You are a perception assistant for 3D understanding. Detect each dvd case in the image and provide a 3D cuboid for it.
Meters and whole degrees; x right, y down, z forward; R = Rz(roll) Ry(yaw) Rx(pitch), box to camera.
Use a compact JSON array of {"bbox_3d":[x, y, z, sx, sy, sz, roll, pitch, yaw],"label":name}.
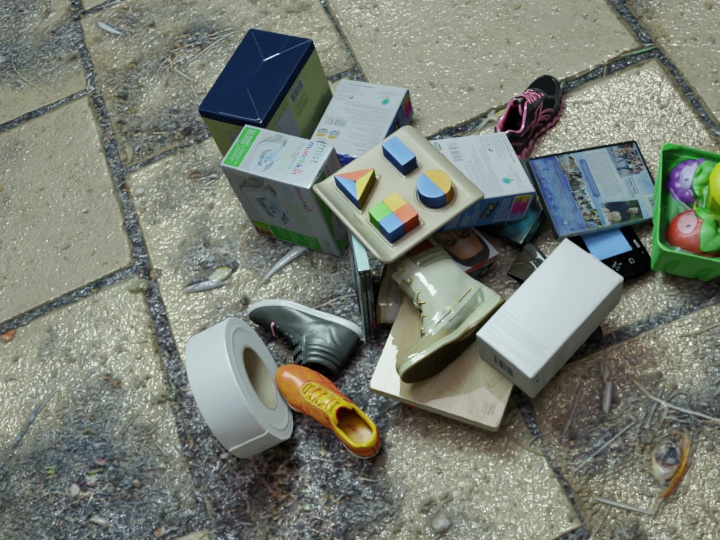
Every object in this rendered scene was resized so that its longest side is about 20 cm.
[{"bbox_3d":[0.000,0.000,1.581,0.022,0.200,0.147,-9,55,-4],"label":"dvd case"},{"bbox_3d":[0.375,-0.131,1.615,0.199,0.018,0.143,-11,67,-15],"label":"dvd case"}]

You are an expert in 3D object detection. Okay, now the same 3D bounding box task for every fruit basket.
[{"bbox_3d":[0.520,-0.104,1.500,0.155,0.216,0.217,12,59,0],"label":"fruit basket"}]

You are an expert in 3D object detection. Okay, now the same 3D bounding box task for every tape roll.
[{"bbox_3d":[-0.178,0.174,1.509,0.071,0.203,0.203,-25,53,10],"label":"tape roll"}]

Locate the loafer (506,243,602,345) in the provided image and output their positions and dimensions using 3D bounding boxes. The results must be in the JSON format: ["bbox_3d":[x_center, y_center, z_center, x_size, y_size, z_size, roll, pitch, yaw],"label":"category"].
[{"bbox_3d":[0.295,0.048,1.554,0.071,0.073,0.200,-38,52,3],"label":"loafer"}]

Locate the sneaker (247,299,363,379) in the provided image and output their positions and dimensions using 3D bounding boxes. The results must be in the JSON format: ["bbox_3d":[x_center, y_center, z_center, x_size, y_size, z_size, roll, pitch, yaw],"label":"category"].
[{"bbox_3d":[-0.104,0.112,1.613,0.199,0.071,0.099,13,57,18],"label":"sneaker"}]

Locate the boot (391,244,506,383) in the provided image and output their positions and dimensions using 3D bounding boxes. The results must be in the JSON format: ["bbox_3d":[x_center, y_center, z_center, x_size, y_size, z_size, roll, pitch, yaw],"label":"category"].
[{"bbox_3d":[0.093,0.060,1.488,0.200,0.072,0.155,-36,64,-21],"label":"boot"}]

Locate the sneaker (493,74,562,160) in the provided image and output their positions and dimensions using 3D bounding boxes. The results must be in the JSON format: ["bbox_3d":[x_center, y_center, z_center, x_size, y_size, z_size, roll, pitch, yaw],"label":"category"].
[{"bbox_3d":[0.287,-0.275,1.751,0.079,0.096,0.200,21,63,29],"label":"sneaker"}]

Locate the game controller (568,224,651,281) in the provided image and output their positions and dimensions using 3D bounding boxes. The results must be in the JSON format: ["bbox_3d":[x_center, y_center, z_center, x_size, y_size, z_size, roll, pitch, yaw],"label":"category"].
[{"bbox_3d":[0.377,-0.059,1.612,0.104,0.042,0.201,-23,55,0],"label":"game controller"}]

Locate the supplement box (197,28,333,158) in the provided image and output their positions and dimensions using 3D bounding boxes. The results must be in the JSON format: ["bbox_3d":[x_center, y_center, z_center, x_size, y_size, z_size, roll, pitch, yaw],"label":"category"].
[{"bbox_3d":[-0.157,-0.282,1.813,0.134,0.200,0.201,16,63,24],"label":"supplement box"}]

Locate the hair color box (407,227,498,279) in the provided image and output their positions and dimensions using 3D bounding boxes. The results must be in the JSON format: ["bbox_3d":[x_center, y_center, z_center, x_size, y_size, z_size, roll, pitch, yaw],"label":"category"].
[{"bbox_3d":[0.115,-0.063,1.626,0.101,0.061,0.200,-26,65,-38],"label":"hair color box"}]

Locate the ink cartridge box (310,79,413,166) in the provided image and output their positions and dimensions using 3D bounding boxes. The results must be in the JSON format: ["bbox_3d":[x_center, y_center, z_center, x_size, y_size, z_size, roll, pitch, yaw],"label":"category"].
[{"bbox_3d":[-0.005,-0.236,1.807,0.136,0.076,0.201,12,60,23],"label":"ink cartridge box"}]

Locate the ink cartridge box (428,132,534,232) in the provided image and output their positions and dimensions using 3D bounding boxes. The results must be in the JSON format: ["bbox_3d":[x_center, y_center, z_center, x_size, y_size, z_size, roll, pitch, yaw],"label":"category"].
[{"bbox_3d":[0.153,-0.138,1.601,0.199,0.077,0.137,-8,54,-17],"label":"ink cartridge box"}]

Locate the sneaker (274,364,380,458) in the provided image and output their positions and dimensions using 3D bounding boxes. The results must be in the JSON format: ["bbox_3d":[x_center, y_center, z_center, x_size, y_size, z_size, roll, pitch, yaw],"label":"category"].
[{"bbox_3d":[-0.046,0.198,1.518,0.200,0.077,0.073,34,67,19],"label":"sneaker"}]

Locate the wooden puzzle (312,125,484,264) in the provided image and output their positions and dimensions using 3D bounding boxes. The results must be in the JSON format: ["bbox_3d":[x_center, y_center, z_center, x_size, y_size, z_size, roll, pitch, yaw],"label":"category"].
[{"bbox_3d":[0.055,-0.125,1.512,0.200,0.046,0.185,-33,59,-17],"label":"wooden puzzle"}]

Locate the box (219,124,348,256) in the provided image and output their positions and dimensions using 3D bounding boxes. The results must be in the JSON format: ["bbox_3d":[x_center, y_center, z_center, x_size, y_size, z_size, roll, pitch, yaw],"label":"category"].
[{"bbox_3d":[-0.110,-0.133,1.702,0.176,0.200,0.097,17,64,24],"label":"box"}]

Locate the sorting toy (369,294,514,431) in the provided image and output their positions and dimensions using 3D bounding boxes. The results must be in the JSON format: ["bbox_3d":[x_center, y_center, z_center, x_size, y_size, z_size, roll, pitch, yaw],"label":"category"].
[{"bbox_3d":[0.142,0.131,1.523,0.198,0.070,0.201,16,63,16],"label":"sorting toy"}]

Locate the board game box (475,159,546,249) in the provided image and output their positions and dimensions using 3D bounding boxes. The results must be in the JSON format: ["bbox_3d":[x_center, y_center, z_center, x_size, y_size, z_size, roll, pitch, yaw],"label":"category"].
[{"bbox_3d":[0.223,-0.128,1.682,0.200,0.028,0.136,26,80,35],"label":"board game box"}]

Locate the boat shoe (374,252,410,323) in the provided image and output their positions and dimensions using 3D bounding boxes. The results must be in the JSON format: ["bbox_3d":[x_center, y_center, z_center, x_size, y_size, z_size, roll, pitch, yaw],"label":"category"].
[{"bbox_3d":[0.072,0.004,1.645,0.069,0.074,0.201,10,58,5],"label":"boat shoe"}]

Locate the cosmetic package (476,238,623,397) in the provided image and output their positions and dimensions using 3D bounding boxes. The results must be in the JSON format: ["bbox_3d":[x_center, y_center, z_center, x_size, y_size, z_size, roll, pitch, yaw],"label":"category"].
[{"bbox_3d":[0.270,0.067,1.445,0.200,0.085,0.108,-43,63,-12],"label":"cosmetic package"}]
